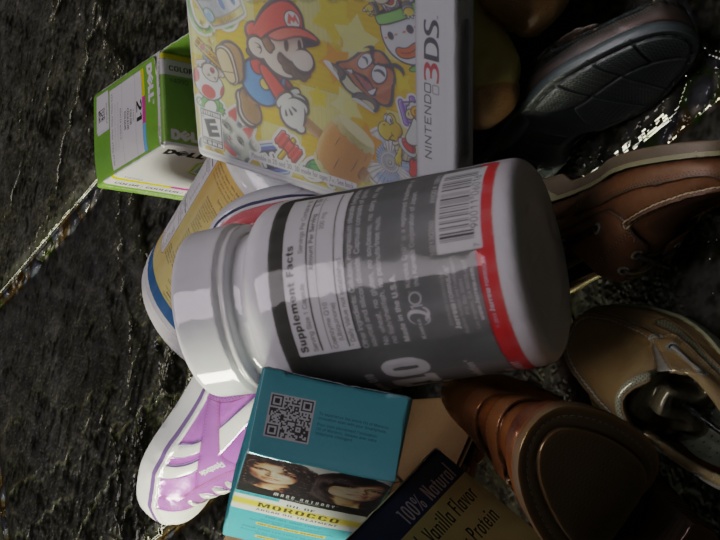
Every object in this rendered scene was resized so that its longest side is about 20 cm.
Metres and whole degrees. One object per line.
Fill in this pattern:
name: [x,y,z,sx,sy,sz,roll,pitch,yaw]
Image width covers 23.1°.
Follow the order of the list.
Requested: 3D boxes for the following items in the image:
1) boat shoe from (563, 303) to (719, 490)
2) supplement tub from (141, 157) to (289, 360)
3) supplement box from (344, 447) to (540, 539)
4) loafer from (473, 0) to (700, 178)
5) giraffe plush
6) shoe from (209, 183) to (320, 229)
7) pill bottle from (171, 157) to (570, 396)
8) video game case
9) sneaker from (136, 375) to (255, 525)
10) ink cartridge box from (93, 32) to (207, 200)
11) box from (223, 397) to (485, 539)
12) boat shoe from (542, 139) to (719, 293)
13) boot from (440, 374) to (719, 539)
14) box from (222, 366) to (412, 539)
boat shoe: [0.165,0.066,0.940,0.200,0.076,0.072,30,109,53]
supplement tub: [-0.049,-0.031,1.203,0.200,0.145,0.145,-55,44,33]
supplement box: [0.044,0.237,0.911,0.200,0.200,0.134,39,122,9]
loafer: [0.120,-0.112,1.046,0.200,0.072,0.063,-39,48,47]
giraffe plush: [0.025,-0.189,1.064,0.173,0.162,0.200,-22,45,64]
shoe: [0.000,0.000,1.073,0.091,0.200,0.072,-77,-7,-65]
pill bottle: [0.006,0.010,0.972,0.200,0.114,0.114,-10,73,20]
video game case: [-0.021,-0.127,1.031,0.200,0.023,0.182,20,127,32]
sneaker: [-0.076,0.130,1.164,0.114,0.073,0.201,44,134,15]
ink cartridge box: [-0.081,-0.113,1.260,0.200,0.148,0.076,-23,66,51]
box: [-0.012,0.157,1.143,0.200,0.021,0.164,-8,48,48]
boat shoe: [0.157,-0.027,0.984,0.200,0.072,0.068,-19,73,62]
boot: [0.093,0.093,0.936,0.074,0.200,0.155,-48,48,-2]
box: [-0.029,0.115,1.006,0.200,0.082,0.049,110,171,-68]
